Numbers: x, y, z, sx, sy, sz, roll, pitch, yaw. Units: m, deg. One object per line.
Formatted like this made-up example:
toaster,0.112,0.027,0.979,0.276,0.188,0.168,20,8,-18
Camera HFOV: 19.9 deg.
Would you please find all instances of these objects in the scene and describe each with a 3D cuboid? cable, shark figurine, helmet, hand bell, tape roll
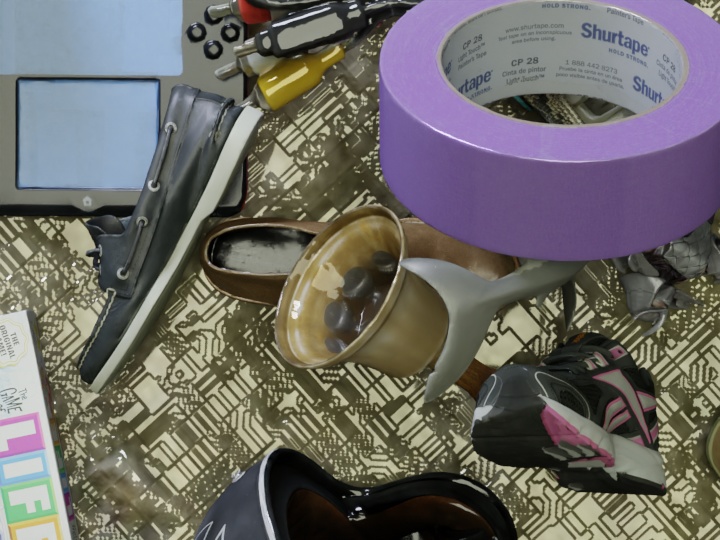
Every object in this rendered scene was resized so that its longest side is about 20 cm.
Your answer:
cable,0.002,-0.161,1.241,0.199,0.050,0.098,-14,84,2
shark figurine,0.100,0.002,1.146,0.127,0.215,0.090,-1,115,12
helmet,-0.008,0.203,1.183,0.189,0.200,0.201,0,87,9
hand bell,0.055,0.056,1.215,0.200,0.104,0.104,34,88,-32
tape roll,0.109,-0.089,1.130,0.199,0.201,0.066,-1,126,1

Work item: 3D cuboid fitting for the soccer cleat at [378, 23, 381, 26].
soccer cleat,0.065,-0.231,1.265,0.199,0.067,0.077,-32,99,1

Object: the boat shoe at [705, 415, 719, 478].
boat shoe,0.304,0.144,1.241,0.200,0.063,0.073,34,88,2

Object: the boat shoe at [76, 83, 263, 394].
boat shoe,-0.132,-0.022,1.238,0.066,0.075,0.200,30,107,-1

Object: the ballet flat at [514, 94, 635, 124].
ballet flat,0.127,-0.105,1.250,0.075,0.068,0.201,-35,85,14

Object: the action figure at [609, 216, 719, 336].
action figure,0.207,-0.053,1.228,0.069,0.130,0.201,21,82,26

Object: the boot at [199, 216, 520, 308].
boot,0.000,0.000,1.247,0.199,0.075,0.074,3,86,0

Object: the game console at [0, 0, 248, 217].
game console,-0.168,-0.123,1.277,0.199,0.031,0.178,1,87,1

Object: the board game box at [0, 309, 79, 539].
board game box,-0.248,0.136,1.264,0.134,0.034,0.201,-12,87,0

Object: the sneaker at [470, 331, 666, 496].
sneaker,0.122,0.075,1.197,0.080,0.200,0.087,-3,74,23
